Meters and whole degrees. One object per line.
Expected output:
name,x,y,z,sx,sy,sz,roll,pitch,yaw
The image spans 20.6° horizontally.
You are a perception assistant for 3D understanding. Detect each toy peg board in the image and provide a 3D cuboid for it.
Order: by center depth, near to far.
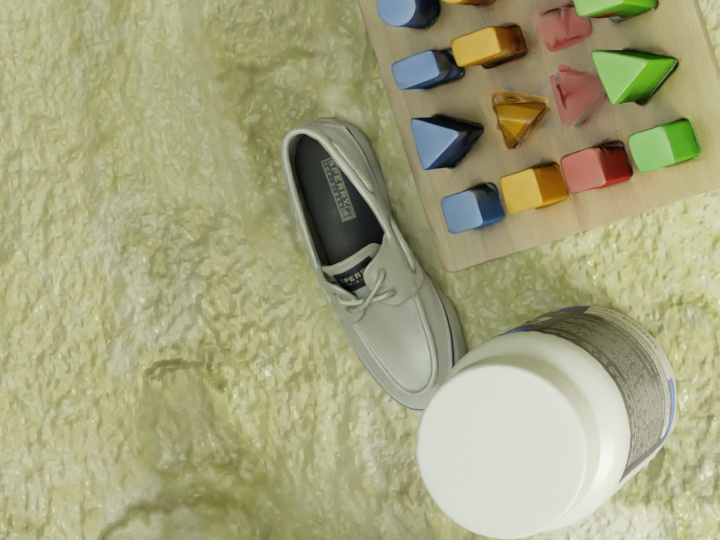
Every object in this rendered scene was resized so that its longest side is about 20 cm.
toy peg board,0.100,-0.118,1.169,0.199,0.098,0.200,-18,89,21

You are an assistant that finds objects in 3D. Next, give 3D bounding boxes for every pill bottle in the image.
pill bottle,0.107,0.086,1.131,0.114,0.200,0.114,2,96,20

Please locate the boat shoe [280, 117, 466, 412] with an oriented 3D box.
boat shoe,0.000,0.000,1.234,0.074,0.065,0.200,-30,85,20
